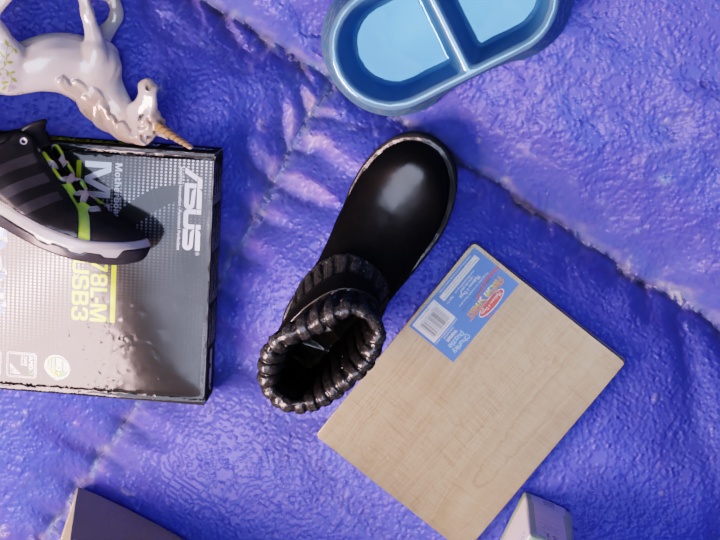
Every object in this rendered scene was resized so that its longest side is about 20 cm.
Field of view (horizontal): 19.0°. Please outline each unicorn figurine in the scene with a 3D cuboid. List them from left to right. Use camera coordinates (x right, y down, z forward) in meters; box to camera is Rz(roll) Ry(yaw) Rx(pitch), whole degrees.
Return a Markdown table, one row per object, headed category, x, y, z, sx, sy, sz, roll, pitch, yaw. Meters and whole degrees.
| category | x | y | z | sx | sy | sz | roll | pitch | yaw |
| --- | --- | --- | --- | --- | --- | --- | --- | --- | --- |
| unicorn figurine | -0.221 | -0.163 | 1.614 | 0.200 | 0.074 | 0.138 | 1 | 96 | 2 |

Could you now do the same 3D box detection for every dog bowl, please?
| category | x | y | z | sx | sy | sz | roll | pitch | yaw |
| --- | --- | --- | --- | --- | --- | --- | --- | --- | --- |
| dog bowl | 0.063 | -0.187 | 1.599 | 0.200 | 0.050 | 0.112 | -26 | 98 | 10 |

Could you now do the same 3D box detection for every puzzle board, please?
| category | x | y | z | sx | sy | sz | roll | pitch | yaw |
| --- | --- | --- | --- | --- | --- | --- | --- | --- | --- |
| puzzle board | 0.085 | 0.099 | 1.671 | 0.151 | 0.017 | 0.200 | 38 | 101 | -1 |

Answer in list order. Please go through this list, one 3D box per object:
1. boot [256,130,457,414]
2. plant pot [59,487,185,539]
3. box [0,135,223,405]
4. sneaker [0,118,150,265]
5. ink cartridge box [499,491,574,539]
| category | x | y | z | sx | sy | sz | roll | pitch | yaw |
| --- | --- | --- | --- | --- | --- | --- | --- | --- | --- |
| boot | 0.002 | 0.002 | 1.586 | 0.079 | 0.158 | 0.211 | 28 | 102 | 0 |
| plant pot | -0.168 | 0.312 | 1.657 | 0.177 | 0.200 | 0.200 | 17 | 102 | -9 |
| box | -0.207 | -0.002 | 1.663 | 0.193 | 0.048 | 0.200 | 6 | 101 | 7 |
| sneaker | -0.243 | -0.070 | 1.596 | 0.200 | 0.072 | 0.083 | 24 | 99 | 2 |
| ink cartridge box | 0.114 | 0.266 | 1.606 | 0.048 | 0.200 | 0.146 | 26 | 103 | -2 |
